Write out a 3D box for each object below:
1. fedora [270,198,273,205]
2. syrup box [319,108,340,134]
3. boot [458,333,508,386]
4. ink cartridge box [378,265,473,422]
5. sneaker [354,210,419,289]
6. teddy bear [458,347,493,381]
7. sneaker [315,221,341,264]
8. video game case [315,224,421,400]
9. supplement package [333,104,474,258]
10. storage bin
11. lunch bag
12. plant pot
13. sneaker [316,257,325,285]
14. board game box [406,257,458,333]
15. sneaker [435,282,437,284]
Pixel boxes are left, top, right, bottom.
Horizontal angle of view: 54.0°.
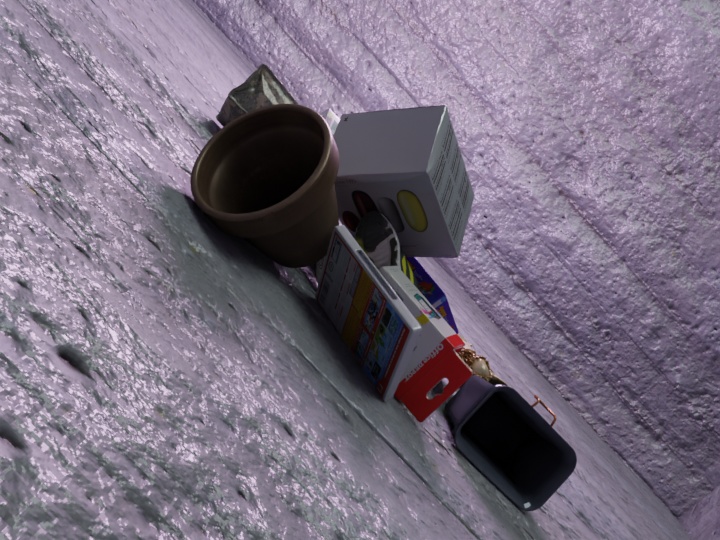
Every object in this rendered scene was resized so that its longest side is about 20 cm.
[{"bbox_3d":[-0.137,-0.142,1.144,0.080,0.204,0.200,5,-2,16],"label":"fedora"},{"bbox_3d":[-0.105,-0.202,1.277,0.079,0.199,0.082,41,48,-27],"label":"syrup box"},{"bbox_3d":[0.246,0.218,1.521,0.200,0.072,0.155,43,8,-21],"label":"boot"},{"bbox_3d":[0.069,0.105,1.032,0.201,0.116,0.067,50,18,15],"label":"ink cartridge box"},{"bbox_3d":[0.046,0.004,1.121,0.085,0.073,0.203,-19,92,-74],"label":"sneaker"},{"bbox_3d":[0.169,0.172,1.288,0.143,0.068,0.199,10,2,-24],"label":"teddy bear"},{"bbox_3d":[-0.059,-0.053,1.247,0.077,0.076,0.201,42,9,-49],"label":"sneaker"},{"bbox_3d":[0.004,0.056,0.961,0.017,0.144,0.201,-13,50,-31],"label":"video game case"},{"bbox_3d":[0.064,-0.139,1.160,0.201,0.188,0.149,61,39,-46],"label":"supplement package"},{"bbox_3d":[0.235,0.257,1.146,0.200,0.146,0.134,44,0,-15],"label":"storage bin"},{"bbox_3d":[-0.178,-0.285,1.417,0.200,0.118,0.164,49,-18,-10],"label":"lunch bag"},{"bbox_3d":[-0.108,-0.095,0.972,0.201,0.199,0.175,54,-7,39],"label":"plant pot"},{"bbox_3d":[-0.047,-0.050,1.140,0.072,0.071,0.203,59,15,-63],"label":"sneaker"},{"bbox_3d":[0.092,0.023,1.260,0.201,0.044,0.135,53,-6,38],"label":"board game box"},{"bbox_3d":[0.116,0.054,1.382,0.089,0.075,0.201,63,-3,-41],"label":"sneaker"}]
